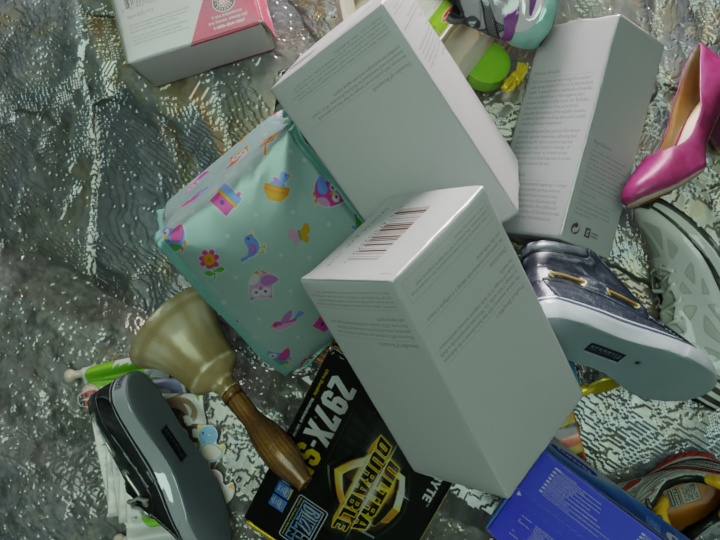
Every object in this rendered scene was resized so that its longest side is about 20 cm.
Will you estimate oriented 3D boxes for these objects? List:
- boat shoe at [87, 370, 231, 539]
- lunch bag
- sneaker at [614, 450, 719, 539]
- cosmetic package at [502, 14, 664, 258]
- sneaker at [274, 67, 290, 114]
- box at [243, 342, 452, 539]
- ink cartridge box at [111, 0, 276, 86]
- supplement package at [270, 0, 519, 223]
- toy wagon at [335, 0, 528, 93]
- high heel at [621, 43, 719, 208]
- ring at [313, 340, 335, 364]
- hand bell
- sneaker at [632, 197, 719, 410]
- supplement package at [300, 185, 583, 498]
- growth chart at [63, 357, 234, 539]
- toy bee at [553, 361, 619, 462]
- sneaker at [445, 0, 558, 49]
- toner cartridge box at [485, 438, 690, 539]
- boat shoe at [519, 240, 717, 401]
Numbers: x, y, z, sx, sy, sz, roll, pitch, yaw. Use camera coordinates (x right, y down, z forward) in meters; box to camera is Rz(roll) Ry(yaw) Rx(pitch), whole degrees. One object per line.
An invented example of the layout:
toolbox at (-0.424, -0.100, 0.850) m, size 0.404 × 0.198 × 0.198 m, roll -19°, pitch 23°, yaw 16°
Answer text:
boat shoe at (-0.194, 0.197, 0.808) m, size 0.067 × 0.074 × 0.202 m, roll -26°, pitch 101°, yaw 20°
lunch bag at (-0.066, -0.019, 0.785) m, size 0.169 × 0.122 × 0.201 m, roll -39°, pitch 113°, yaw 2°
sneaker at (0.249, 0.225, 0.772) m, size 0.197 × 0.082 × 0.079 m, roll -29°, pitch 85°, yaw 5°
cosmetic package at (0.198, -0.121, 0.786) m, size 0.070 × 0.101 × 0.205 m, roll 17°, pitch 88°, yaw -32°
sneaker at (0.007, -0.139, 0.839) m, size 0.196 × 0.074 × 0.081 m, roll 17°, pitch 112°, yaw 4°
box at (0.001, 0.189, 0.795) m, size 0.158 × 0.049 × 0.203 m, roll 31°, pitch 105°, yaw 10°
ink cartridge box at (-0.179, -0.312, 0.858) m, size 0.143 × 0.083 × 0.205 m, roll -15°, pitch 85°, yaw 5°
supplement package at (0.037, -0.121, 0.733) m, size 0.119 × 0.122 × 0.201 m, roll -31°, pitch 107°, yaw 23°
toy wagon at (0.071, -0.231, 0.828) m, size 0.198 × 0.040 × 0.156 m, roll 36°, pitch 70°, yaw 6°
high heel at (0.284, -0.133, 0.770) m, size 0.198 × 0.067 × 0.097 m, roll -33°, pitch 91°, yaw -25°
ring at (0.000, 0.000, 0.848) m, size 0.195 × 0.019 × 0.206 m, roll -1°, pitch 85°, yaw 7°
hand bell at (-0.113, 0.119, 0.781) m, size 0.104 × 0.104 × 0.200 m, roll -46°, pitch 72°, yaw 1°
sneaker at (0.291, 0.039, 0.784) m, size 0.114 × 0.076 × 0.202 m, roll -35°, pitch 85°, yaw 1°
supplement package at (0.066, 0.054, 0.660) m, size 0.117 × 0.116 × 0.202 m, roll -42°, pitch 114°, yaw -30°
growth chart at (-0.209, 0.179, 0.859) m, size 0.142 × 0.018 × 0.204 m, roll -17°, pitch 85°, yaw 4°
toy bee at (0.161, 0.100, 0.779) m, size 0.130 × 0.109 × 0.202 m, roll -36°, pitch 83°, yaw 5°
sneaker at (0.119, -0.315, 0.801) m, size 0.137 × 0.078 × 0.204 m, roll 10°, pitch 68°, yaw -7°
toner cartridge box at (0.214, 0.242, 0.727) m, size 0.198 × 0.043 × 0.096 m, roll 36°, pitch 107°, yaw 13°
boat shoe at (0.224, 0.041, 0.735) m, size 0.197 × 0.071 × 0.092 m, roll 23°, pitch 49°, yaw -19°
